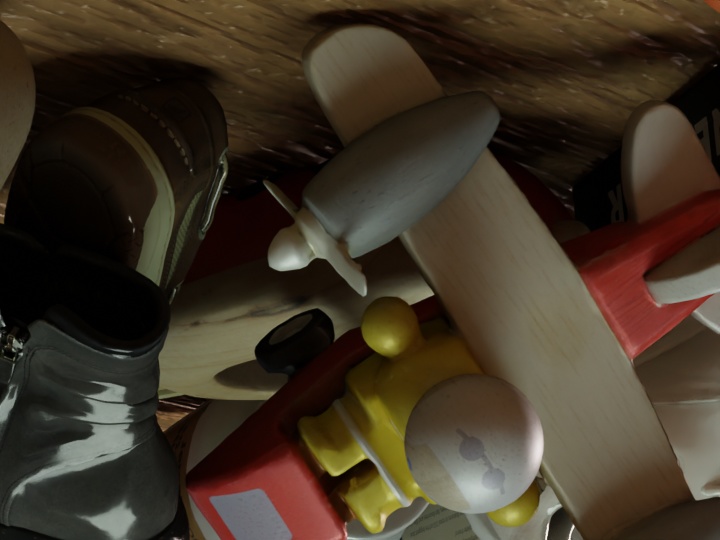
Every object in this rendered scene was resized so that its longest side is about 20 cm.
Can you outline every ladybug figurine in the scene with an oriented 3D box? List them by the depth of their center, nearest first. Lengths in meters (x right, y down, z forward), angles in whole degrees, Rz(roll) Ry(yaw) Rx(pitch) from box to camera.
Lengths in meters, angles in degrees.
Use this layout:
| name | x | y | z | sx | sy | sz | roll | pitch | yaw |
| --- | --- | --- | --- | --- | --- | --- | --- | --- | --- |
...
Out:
| name | x | y | z | sx | sy | sz | roll | pitch | yaw |
| --- | --- | --- | --- | --- | --- | --- | --- | --- | --- |
| ladybug figurine | 0.000 | 0.000 | 1.133 | 0.200 | 0.072 | 0.136 | -12 | 165 | 29 |

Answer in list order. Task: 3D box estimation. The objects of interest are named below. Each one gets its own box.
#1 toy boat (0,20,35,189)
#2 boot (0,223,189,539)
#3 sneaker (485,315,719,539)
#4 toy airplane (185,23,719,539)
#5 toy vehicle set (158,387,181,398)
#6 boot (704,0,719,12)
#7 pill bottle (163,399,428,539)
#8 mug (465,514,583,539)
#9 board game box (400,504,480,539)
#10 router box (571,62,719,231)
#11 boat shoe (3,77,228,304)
| name | x | y | z | sx | sy | sz | roll | pitch | yaw |
| --- | --- | --- | --- | --- | --- | --- | --- | --- | --- |
| toy boat | -0.199 | -0.032 | 0.903 | 0.131 | 0.131 | 0.200 | 36 | 147 | -21 |
| boot | -0.151 | 0.032 | 1.011 | 0.200 | 0.070 | 0.132 | 7 | 133 | 13 |
| sneaker | 0.129 | 0.048 | 1.089 | 0.200 | 0.087 | 0.074 | -23 | 164 | 18 |
| toy airplane | 0.054 | 0.034 | 0.986 | 0.200 | 0.200 | 0.141 | 17 | -158 | 0 |
| toy vehicle set | -0.122 | 0.026 | 1.291 | 0.124 | 0.027 | 0.200 | -11 | 165 | 24 |
| boot | 0.184 | -0.078 | 0.817 | 0.200 | 0.108 | 0.075 | -7 | 168 | 15 |
| pill bottle | -0.037 | 0.107 | 1.461 | 0.114 | 0.115 | 0.200 | 1 | 165 | -21 |
| mug | 0.139 | 0.063 | 1.214 | 0.200 | 0.148 | 0.175 | -14 | 175 | 29 |
| board game box | 0.056 | 0.145 | 1.469 | 0.046 | 0.200 | 0.151 | 2 | 165 | -22 |
| router box | 0.180 | -0.034 | 1.095 | 0.149 | 0.051 | 0.200 | 1 | 165 | -16 |
| boat shoe | -0.094 | 0.005 | 1.053 | 0.075 | 0.075 | 0.202 | -41 | 173 | -38 |
